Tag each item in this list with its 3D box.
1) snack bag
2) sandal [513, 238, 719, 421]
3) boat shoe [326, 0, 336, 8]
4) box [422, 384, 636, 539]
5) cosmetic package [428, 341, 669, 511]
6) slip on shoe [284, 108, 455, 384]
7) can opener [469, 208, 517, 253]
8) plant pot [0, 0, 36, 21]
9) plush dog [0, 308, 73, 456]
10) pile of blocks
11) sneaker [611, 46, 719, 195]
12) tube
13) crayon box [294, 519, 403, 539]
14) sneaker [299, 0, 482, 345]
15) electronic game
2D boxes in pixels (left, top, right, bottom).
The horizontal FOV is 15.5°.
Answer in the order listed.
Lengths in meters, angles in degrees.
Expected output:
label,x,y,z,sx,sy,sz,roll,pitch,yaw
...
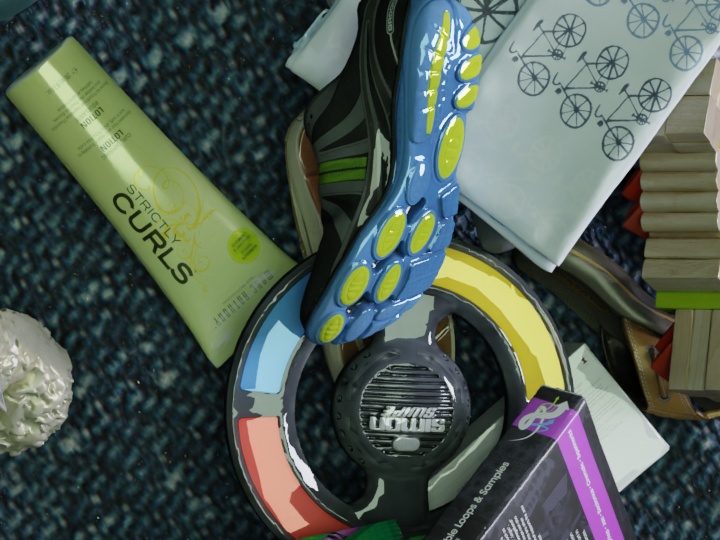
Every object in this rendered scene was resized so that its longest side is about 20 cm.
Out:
label,x,y,z,sx,sy,sz,roll,pitch,yaw
snack bag,0.082,-0.131,1.438,0.200,0.021,0.189,39,104,13
sandal,0.166,0.049,1.536,0.200,0.082,0.055,37,72,-5
boat shoe,0.020,-0.159,1.522,0.074,0.067,0.200,-25,93,-10
box,0.075,0.181,1.438,0.200,0.036,0.143,-50,137,-30
cosmetic package,0.075,0.136,1.535,0.200,0.051,0.083,-40,99,-8
slip on shoe,0.000,0.000,1.520,0.076,0.061,0.200,-21,99,-12
can opener,0.073,-0.113,1.472,0.053,0.067,0.200,-12,82,-32
plant pot,-0.233,-0.234,1.431,0.200,0.161,0.201,0,89,-10
plush dog,-0.281,0.047,1.439,0.172,0.160,0.200,-32,93,17
pile of blocks,0.182,-0.020,1.472,0.062,0.082,0.200,1,103,29
sneaker,0.171,-0.090,1.503,0.200,0.081,0.074,-34,136,23
tube,-0.117,-0.044,1.507,0.058,0.052,0.200,-33,103,31
crayon box,-0.020,0.244,1.466,0.119,0.058,0.200,-11,119,-5
sneaker,0.008,-0.056,1.430,0.071,0.083,0.200,5,102,-46
electronic game,0.023,0.077,1.475,0.200,0.042,0.200,-1,93,-12
